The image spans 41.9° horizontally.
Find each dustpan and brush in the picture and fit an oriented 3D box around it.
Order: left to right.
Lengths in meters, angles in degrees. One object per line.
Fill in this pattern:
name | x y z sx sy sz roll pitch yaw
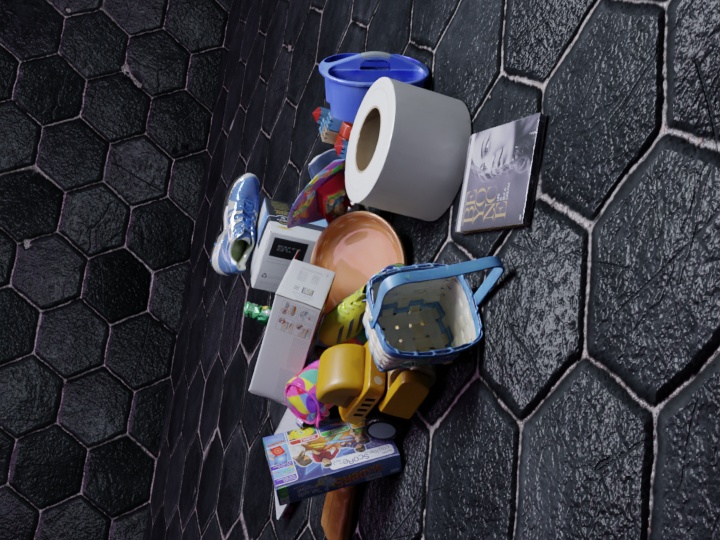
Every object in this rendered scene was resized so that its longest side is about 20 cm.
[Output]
dustpan and brush | -0.032 -0.190 1.826 0.201 0.056 0.141 -67 -37 -56

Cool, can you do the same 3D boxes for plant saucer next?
plant saucer | 0.000 0.000 1.625 0.197 0.037 0.204 -3 84 35

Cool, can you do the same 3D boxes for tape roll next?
tape roll | 0.073 -0.193 1.513 0.202 0.137 0.207 -168 90 -69

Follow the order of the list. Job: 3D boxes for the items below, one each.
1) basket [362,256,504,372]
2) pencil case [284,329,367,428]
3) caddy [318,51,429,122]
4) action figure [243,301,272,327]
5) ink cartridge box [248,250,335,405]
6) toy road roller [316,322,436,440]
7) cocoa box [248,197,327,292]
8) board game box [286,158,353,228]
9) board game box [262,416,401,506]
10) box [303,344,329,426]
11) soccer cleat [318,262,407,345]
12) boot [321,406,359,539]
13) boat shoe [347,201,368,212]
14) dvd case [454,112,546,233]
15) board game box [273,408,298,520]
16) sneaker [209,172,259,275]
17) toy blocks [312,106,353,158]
basket | 0.093 0.051 1.287 0.201 0.173 0.141 107 149 -53
pencil case | -0.042 0.178 1.562 0.199 0.088 0.089 -39 -12 -43
caddy | 0.023 -0.335 1.663 0.142 0.196 0.107 -109 19 -56
action figure | -0.131 0.094 1.812 0.118 0.197 0.056 164 118 -66
ink cartridge box | -0.111 0.094 1.611 0.176 0.083 0.203 -71 -1 -62
toy road roller | 0.018 0.157 1.436 0.201 0.144 0.124 124 157 -43
cocoa box | -0.107 -0.036 1.820 0.132 0.197 0.135 -109 36 -55
board game box | -0.039 -0.126 1.639 0.039 0.199 0.159 46 121 15
board game box | -0.047 0.290 1.485 0.136 0.196 0.035 -120 19 -61
box | -0.077 0.219 1.695 0.201 0.034 0.112 90 -164 -67
soccer cleat | 0.001 0.052 1.537 0.199 0.083 0.065 -36 65 17
boot | -0.036 0.353 1.645 0.188 0.067 0.204 -142 59 -60
boat shoe | 0.009 -0.059 1.707 0.069 0.070 0.202 -45 45 24
dvd case | 0.193 -0.132 1.328 0.200 0.016 0.152 176 104 -70
board game box | -0.134 0.369 1.917 0.202 0.025 0.201 -101 30 -46
sneaker | -0.223 -0.085 1.799 0.076 0.075 0.204 11 88 50
toy blocks | -0.016 -0.265 1.796 0.201 0.135 0.101 -108 36 -53
